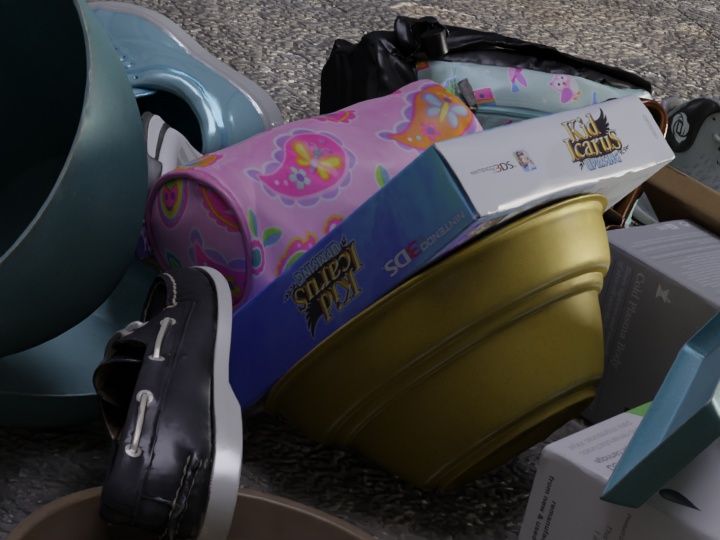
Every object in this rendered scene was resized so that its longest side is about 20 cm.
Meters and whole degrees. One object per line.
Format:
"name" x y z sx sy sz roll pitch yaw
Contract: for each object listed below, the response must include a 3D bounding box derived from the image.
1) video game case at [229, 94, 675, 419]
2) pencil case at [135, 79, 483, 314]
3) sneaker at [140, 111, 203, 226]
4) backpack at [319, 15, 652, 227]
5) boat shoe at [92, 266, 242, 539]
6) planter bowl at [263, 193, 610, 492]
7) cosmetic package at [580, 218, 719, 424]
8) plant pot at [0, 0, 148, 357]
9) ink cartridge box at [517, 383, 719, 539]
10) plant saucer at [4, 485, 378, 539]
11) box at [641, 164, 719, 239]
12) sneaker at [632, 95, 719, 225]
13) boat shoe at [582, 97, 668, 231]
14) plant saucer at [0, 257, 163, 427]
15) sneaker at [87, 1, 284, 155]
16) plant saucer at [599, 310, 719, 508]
"video game case" 0.034 -0.007 1.163 0.181 0.200 0.046 -19 74 -52
"pencil case" -0.021 -0.037 1.223 0.087 0.088 0.199 29 37 34
"sneaker" -0.073 -0.034 1.293 0.114 0.076 0.200 17 1 2
"backpack" 0.081 -0.084 1.452 0.198 0.128 0.167 9 3 -14
"boat shoe" -0.093 0.056 1.067 0.060 0.074 0.201 11 31 -14
"planter bowl" 0.057 0.051 1.149 0.200 0.200 0.084 -18 73 -50
"cosmetic package" 0.205 0.061 1.232 0.090 0.108 0.200 -7 28 -38
"plant pot" -0.179 -0.038 1.103 0.199 0.201 0.135 29 -8 34
"ink cartridge box" 0.190 0.141 1.064 0.199 0.085 0.145 28 26 31
"plant saucer" -0.058 0.150 0.987 0.198 0.030 0.200 11 24 -5
"box" 0.254 0.026 1.310 0.200 0.021 0.164 35 -14 41
"sneaker" 0.255 -0.056 1.513 0.075 0.116 0.200 -10 31 -42
"boat shoe" 0.111 -0.028 1.325 0.072 0.067 0.200 43 60 -11
"plant saucer" -0.180 0.030 1.190 0.198 0.036 0.200 10 23 -4
"sneaker" -0.143 -0.121 1.508 0.199 0.074 0.082 26 23 31
"plant saucer" 0.158 0.051 1.071 0.019 0.070 0.200 44 25 1
